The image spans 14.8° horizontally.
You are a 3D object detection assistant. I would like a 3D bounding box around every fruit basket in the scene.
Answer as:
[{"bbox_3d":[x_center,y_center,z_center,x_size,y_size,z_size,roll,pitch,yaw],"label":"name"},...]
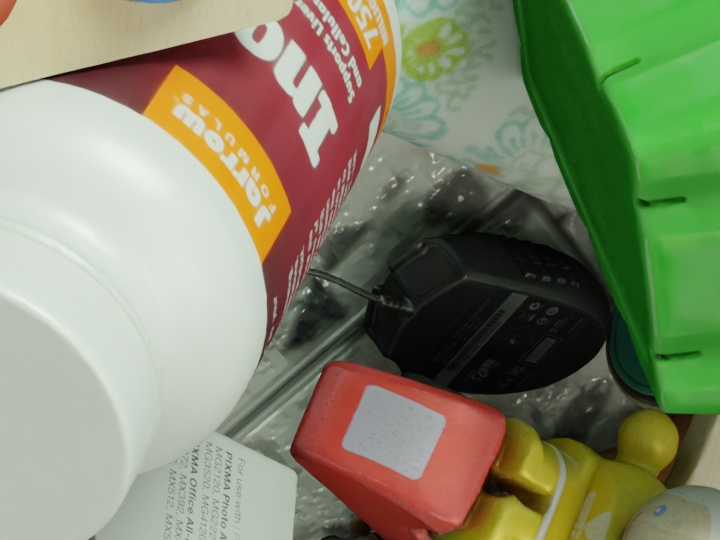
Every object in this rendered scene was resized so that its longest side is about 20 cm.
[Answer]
[{"bbox_3d":[0.154,-0.058,0.765,0.214,0.216,0.156,-23,131,-13],"label":"fruit basket"}]

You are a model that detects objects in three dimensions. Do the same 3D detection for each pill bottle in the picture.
[{"bbox_3d":[-0.066,-0.019,0.722,0.112,0.200,0.114,9,126,13],"label":"pill bottle"}]

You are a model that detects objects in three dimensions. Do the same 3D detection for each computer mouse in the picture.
[{"bbox_3d":[0.000,0.000,0.891,0.199,0.034,0.059,15,133,-36],"label":"computer mouse"}]

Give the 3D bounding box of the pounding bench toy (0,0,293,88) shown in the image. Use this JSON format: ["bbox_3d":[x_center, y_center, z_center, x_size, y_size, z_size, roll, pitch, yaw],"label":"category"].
[{"bbox_3d":[-0.098,-0.160,0.650,0.123,0.156,0.201,-15,127,-19],"label":"pounding bench toy"}]

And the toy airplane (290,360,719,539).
[{"bbox_3d":[0.095,0.100,0.861,0.198,0.141,0.201,-16,87,-18],"label":"toy airplane"}]

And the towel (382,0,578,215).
[{"bbox_3d":[0.083,-0.115,0.851,0.171,0.048,0.201,22,109,-36],"label":"towel"}]

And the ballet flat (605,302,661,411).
[{"bbox_3d":[0.157,-0.035,0.939,0.069,0.070,0.201,23,106,-37],"label":"ballet flat"}]

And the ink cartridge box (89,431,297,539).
[{"bbox_3d":[-0.136,0.079,0.798,0.145,0.084,0.200,-23,141,36],"label":"ink cartridge box"}]

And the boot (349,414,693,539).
[{"bbox_3d":[0.078,0.085,0.969,0.154,0.074,0.201,18,106,-29],"label":"boot"}]
